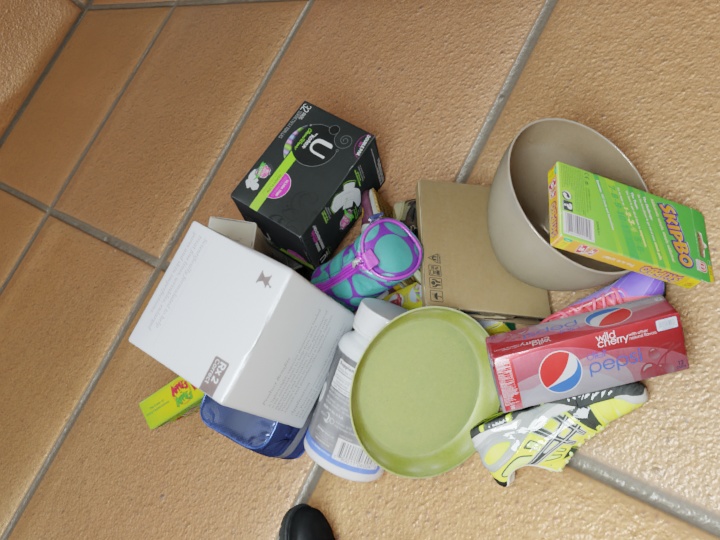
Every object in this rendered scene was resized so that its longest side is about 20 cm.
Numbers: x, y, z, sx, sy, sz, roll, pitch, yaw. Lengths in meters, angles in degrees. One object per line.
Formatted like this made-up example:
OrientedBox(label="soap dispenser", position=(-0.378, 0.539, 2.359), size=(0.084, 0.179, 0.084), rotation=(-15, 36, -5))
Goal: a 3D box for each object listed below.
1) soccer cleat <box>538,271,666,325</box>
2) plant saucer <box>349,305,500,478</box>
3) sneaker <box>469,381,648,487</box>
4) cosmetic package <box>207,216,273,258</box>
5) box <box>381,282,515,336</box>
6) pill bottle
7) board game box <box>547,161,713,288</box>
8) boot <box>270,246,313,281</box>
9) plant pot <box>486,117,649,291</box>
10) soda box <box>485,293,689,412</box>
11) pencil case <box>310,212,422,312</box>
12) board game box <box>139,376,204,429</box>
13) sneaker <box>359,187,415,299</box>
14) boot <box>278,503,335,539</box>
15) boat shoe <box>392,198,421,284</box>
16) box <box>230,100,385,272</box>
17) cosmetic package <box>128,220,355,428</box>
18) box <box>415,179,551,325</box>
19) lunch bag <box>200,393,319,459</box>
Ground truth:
OrientedBox(label="soccer cleat", position=(0.255, 0.062, 0.886), size=(0.199, 0.073, 0.069), rotation=(-40, 43, 15))
OrientedBox(label="plant saucer", position=(0.074, 0.140, 0.919), size=(0.202, 0.199, 0.031), rotation=(-57, 21, -5))
OrientedBox(label="sneaker", position=(0.221, 0.173, 0.859), size=(0.197, 0.075, 0.078), rotation=(-25, 83, 21))
OrientedBox(label="cosmetic package", position=(-0.182, -0.003, 1.177), size=(0.071, 0.200, 0.106), rotation=(8, 78, 1))
OrientedBox(label="box", position=(0.104, 0.066, 1.043), size=(0.197, 0.048, 0.119), rotation=(-24, 50, 26))
OrientedBox(label="pill bottle", position=(0.011, 0.146, 0.980), size=(0.113, 0.112, 0.204), rotation=(32, 105, 49))
OrientedBox(label="board game box", position=(0.296, -0.047, 0.857), size=(0.030, 0.196, 0.097), rotation=(125, 156, -57))
OrientedBox(label="boot", position=(-0.105, -0.076, 1.313), size=(0.182, 0.072, 0.202), rotation=(-49, 33, 24))
OrientedBox(label="plant pot", position=(0.226, -0.057, 0.929), size=(0.135, 0.196, 0.204), rotation=(130, 151, -54))
OrientedBox(label="soda box", position=(0.235, 0.086, 0.829), size=(0.195, 0.065, 0.070), rotation=(-15, 13, 8))
OrientedBox(label="pencil case", position=(0.000, 0.000, 1.025), size=(0.200, 0.091, 0.087), rotation=(-37, 67, 61))
OrientedBox(label="board game box", position=(-0.243, 0.177, 1.239), size=(0.198, 0.101, 0.048), rotation=(-33, 81, 21))
OrientedBox(label="sneaker", position=(0.015, -0.037, 1.174), size=(0.089, 0.075, 0.203), rotation=(-33, 43, 20))
OrientedBox(label="boot", position=(-0.007, 0.353, 0.921), size=(0.157, 0.079, 0.214), rotation=(-38, 53, 26))
OrientedBox(label="boat shoe", position=(0.083, -0.054, 1.098), size=(0.064, 0.074, 0.201), rotation=(-29, 29, 14))
OrientedBox(label="box", position=(-0.078, -0.130, 1.227), size=(0.147, 0.125, 0.202), rotation=(28, 71, 23))
OrientedBox(label="cosmetic package", position=(-0.137, 0.072, 0.965), size=(0.163, 0.200, 0.167), rotation=(25, 82, 29))
OrientedBox(label="box", position=(0.153, -0.027, 0.998), size=(0.021, 0.159, 0.204), rotation=(107, 167, -53))
OrientedBox(label="lunch bag", position=(-0.117, 0.157, 1.117), size=(0.134, 0.132, 0.203), rotation=(22, 81, 28))
